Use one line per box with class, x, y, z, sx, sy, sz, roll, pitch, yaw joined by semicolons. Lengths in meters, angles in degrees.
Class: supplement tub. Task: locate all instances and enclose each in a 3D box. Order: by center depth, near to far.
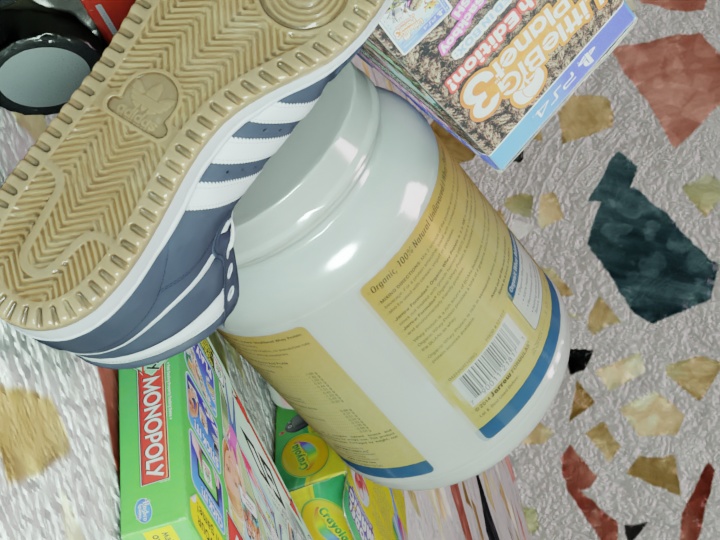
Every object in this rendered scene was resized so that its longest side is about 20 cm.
supplement tub;0.000;0.000;0.897;0.200;0.145;0.145;49;20;-36

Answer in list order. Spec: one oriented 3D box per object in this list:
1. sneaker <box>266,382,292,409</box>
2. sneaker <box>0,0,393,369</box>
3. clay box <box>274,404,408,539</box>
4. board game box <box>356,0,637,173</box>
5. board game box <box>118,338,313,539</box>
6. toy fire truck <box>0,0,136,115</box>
sneaker;-0.032;-0.012;1.065;0.200;0.075;0.105;-86;162;-63
sneaker;-0.050;-0.049;0.646;0.070;0.200;0.109;37;-9;17
clay box;-0.010;0.125;1.035;0.200;0.048;0.115;-91;161;-63
board game box;0.006;-0.159;0.801;0.159;0.097;0.200;43;2;35
board game box;-0.054;0.117;0.777;0.135;0.029;0.200;-101;171;-47
toy fire truck;-0.067;-0.170;0.633;0.176;0.200;0.129;62;13;-58
